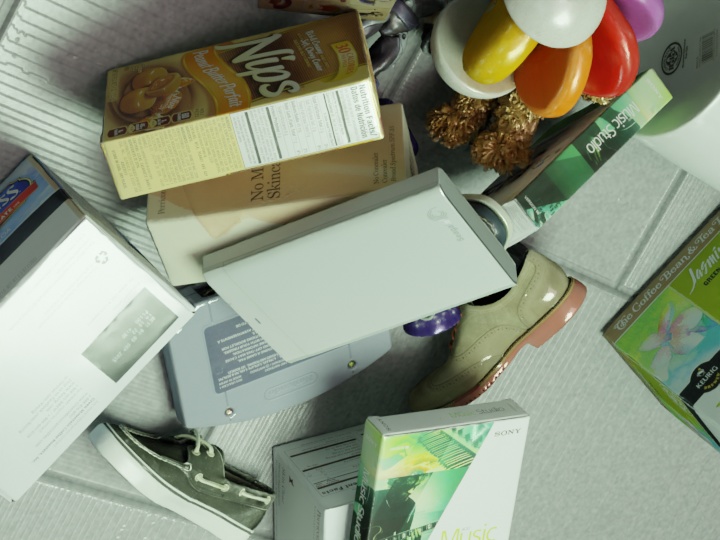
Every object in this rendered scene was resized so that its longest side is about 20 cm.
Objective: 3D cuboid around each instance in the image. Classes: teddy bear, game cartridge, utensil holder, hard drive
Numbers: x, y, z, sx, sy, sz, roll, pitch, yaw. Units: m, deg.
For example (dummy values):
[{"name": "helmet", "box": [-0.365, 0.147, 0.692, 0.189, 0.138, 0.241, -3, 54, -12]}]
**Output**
[{"name": "teddy bear", "box": [0.137, -0.167, 1.517, 0.200, 0.145, 0.067, -38, 138, -1]}, {"name": "game cartridge", "box": [-0.071, 0.054, 1.573, 0.199, 0.041, 0.134, -20, 119, -20]}, {"name": "utensil holder", "box": [0.336, -0.148, 1.625, 0.200, 0.170, 0.170, 24, 100, -33]}, {"name": "hard drive", "box": [0.000, 0.000, 1.406, 0.199, 0.026, 0.132, -20, 138, 22]}]

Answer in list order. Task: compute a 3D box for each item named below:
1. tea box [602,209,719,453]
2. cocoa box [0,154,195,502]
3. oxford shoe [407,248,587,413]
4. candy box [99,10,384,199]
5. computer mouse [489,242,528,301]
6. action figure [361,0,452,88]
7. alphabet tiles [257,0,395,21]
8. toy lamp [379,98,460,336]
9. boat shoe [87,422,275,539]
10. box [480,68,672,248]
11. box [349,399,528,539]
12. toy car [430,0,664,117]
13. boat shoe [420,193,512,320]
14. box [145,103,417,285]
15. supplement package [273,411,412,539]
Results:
[{"name": "tea box", "box": [0.372, 0.066, 1.732, 0.200, 0.197, 0.134, -47, 128, -2]}, {"name": "cocoa box", "box": [-0.253, 0.041, 1.399, 0.200, 0.131, 0.133, -46, 127, -2]}, {"name": "oxford shoe", "box": [0.104, 0.055, 1.646, 0.075, 0.071, 0.200, 42, 111, -13]}, {"name": "candy box", "box": [-0.088, -0.123, 1.380, 0.199, 0.116, 0.055, -14, 123, 3]}, {"name": "computer mouse", "box": [0.103, -0.013, 1.639, 0.200, 0.034, 0.059, 31, 97, -36]}, {"name": "action figure", "box": [0.022, -0.192, 1.482, 0.200, 0.069, 0.130, -48, 120, -5]}, {"name": "alphabet tiles", "box": [-0.015, -0.214, 1.331, 0.166, 0.200, 0.008, 5, 81, -8]}, {"name": "toy lamp", "box": [0.035, -0.045, 1.557, 0.058, 0.058, 0.201, -23, 114, -18]}, {"name": "boat shoe", "box": [-0.148, 0.165, 1.568, 0.064, 0.071, 0.200, -49, 136, 2]}, {"name": "box", "box": [0.153, -0.079, 1.530, 0.036, 0.144, 0.200, 50, 57, -7]}, {"name": "box", "box": [0.061, 0.211, 1.580, 0.144, 0.036, 0.201, -6, 115, -28]}, {"name": "toy car", "box": [0.160, -0.207, 1.421, 0.150, 0.175, 0.201, 30, 66, -15]}, {"name": "boat shoe", "box": [0.038, 0.001, 1.480, 0.075, 0.200, 0.062, 56, 43, -9]}, {"name": "box", "box": [-0.057, -0.057, 1.426, 0.199, 0.095, 0.078, -9, 140, 6]}, {"name": "supplement package", "box": [0.013, 0.250, 1.673, 0.155, 0.111, 0.201, -13, 119, -24]}]
